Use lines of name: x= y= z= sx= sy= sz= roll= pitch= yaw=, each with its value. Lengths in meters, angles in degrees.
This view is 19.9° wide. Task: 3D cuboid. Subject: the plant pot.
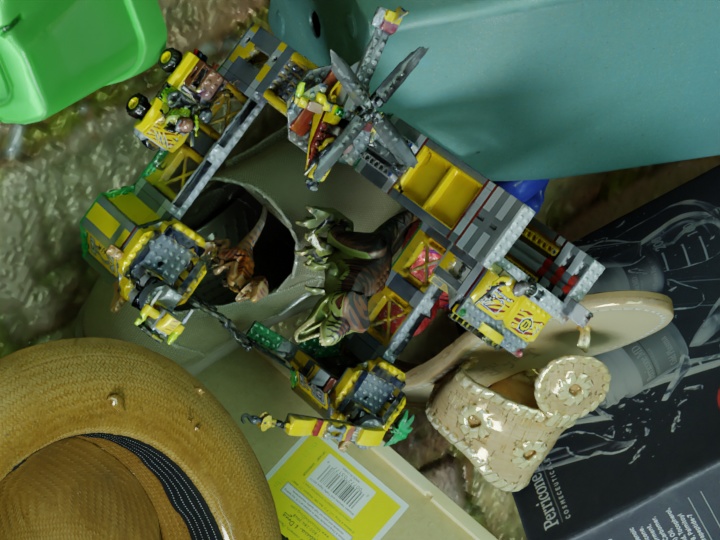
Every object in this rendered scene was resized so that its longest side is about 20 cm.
plant pot: x=0.070 y=-0.125 z=0.903 sx=0.199 sy=0.142 sz=0.142 roll=-15 pitch=148 yaw=-21

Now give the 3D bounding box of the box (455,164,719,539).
box: x=0.159 y=0.064 z=0.963 sx=0.181 sy=0.200 sz=0.104 roll=-29 pitch=122 yaw=8

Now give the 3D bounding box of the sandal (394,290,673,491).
sandal: x=0.059 y=0.065 z=0.911 sx=0.077 sy=0.211 sz=0.070 roll=10 pitch=72 yaw=-40

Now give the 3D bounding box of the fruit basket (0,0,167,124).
fruit basket: x=-0.151 y=-0.160 z=0.769 sx=0.216 sy=0.154 sz=0.217 roll=-12 pitch=90 yaw=-76

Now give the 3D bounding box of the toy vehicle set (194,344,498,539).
toy vehicle set: x=-0.031 y=0.121 z=0.887 sx=0.124 sy=0.200 sz=0.027 roll=-45 pitch=165 yaw=-21

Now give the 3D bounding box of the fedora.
fedora: x=-0.117 y=0.122 z=0.768 sx=0.200 sy=0.082 sz=0.202 roll=-3 pitch=95 yaw=-43

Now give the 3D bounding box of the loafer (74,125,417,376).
loafer: x=-0.035 y=-0.018 z=0.899 sx=0.200 sy=0.068 sz=0.076 roll=-39 pitch=83 yaw=-24

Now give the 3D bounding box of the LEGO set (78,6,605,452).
LEGO set: x=0.000 y=0.000 z=0.803 sx=0.154 sy=0.116 sz=0.200 roll=-48 pitch=132 yaw=-4

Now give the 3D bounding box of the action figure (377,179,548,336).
action figure: x=0.088 y=-0.016 z=0.964 sx=0.200 sy=0.099 sz=0.065 roll=-40 pitch=155 yaw=-38
